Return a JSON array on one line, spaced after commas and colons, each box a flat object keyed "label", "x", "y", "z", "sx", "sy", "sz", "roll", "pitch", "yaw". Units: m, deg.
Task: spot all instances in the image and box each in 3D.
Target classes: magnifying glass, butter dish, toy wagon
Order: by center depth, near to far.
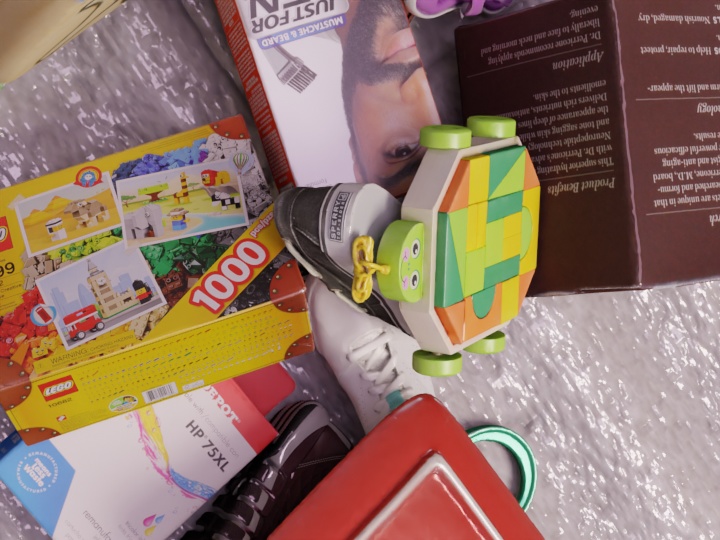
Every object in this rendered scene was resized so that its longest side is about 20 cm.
[{"label": "toy wagon", "x": 0.059, "y": -0.013, "z": 0.893, "sx": 0.200, "sy": 0.039, "sz": 0.157, "roll": -20, "pitch": 114, "yaw": -59}, {"label": "butter dish", "x": 0.012, "y": 0.218, "z": 0.935, "sx": 0.199, "sy": 0.148, "sz": 0.201, "roll": -42, "pitch": 100, "yaw": -32}, {"label": "magnifying glass", "x": 0.060, "y": 0.203, "z": 1.061, "sx": 0.080, "sy": 0.022, "sz": 0.200, "roll": 41, "pitch": 80, "yaw": -13}]

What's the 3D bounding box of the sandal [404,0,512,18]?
[{"label": "sandal", "x": 0.090, "y": -0.208, "z": 0.991, "sx": 0.050, "sy": 0.202, "sz": 0.083, "roll": 32, "pitch": 112, "yaw": 15}]

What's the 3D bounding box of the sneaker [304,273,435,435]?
[{"label": "sneaker", "x": 0.022, "y": 0.083, "z": 0.985, "sx": 0.075, "sy": 0.089, "sz": 0.201, "roll": -23, "pitch": 116, "yaw": 0}]

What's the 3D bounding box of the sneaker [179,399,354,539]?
[{"label": "sneaker", "x": -0.056, "y": 0.200, "z": 0.999, "sx": 0.115, "sy": 0.076, "sz": 0.200, "roll": 41, "pitch": 78, "yaw": -16}]

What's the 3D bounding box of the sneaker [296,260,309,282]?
[{"label": "sneaker", "x": 0.000, "y": 0.000, "z": 1.019, "sx": 0.198, "sy": 0.071, "sz": 0.083, "roll": -12, "pitch": 87, "yaw": -20}]

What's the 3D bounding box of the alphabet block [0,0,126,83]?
[{"label": "alphabet block", "x": -0.190, "y": -0.262, "z": 0.876, "sx": 0.195, "sy": 0.200, "sz": 0.197, "roll": -40, "pitch": 100, "yaw": -28}]

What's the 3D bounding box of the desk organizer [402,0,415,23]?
[{"label": "desk organizer", "x": 0.005, "y": -0.207, "z": 1.023, "sx": 0.077, "sy": 0.072, "sz": 0.201, "roll": 36, "pitch": 79, "yaw": -11}]

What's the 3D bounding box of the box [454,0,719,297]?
[{"label": "box", "x": 0.185, "y": -0.089, "z": 1.010, "sx": 0.163, "sy": 0.165, "sz": 0.202, "roll": -7, "pitch": 92, "yaw": -36}]

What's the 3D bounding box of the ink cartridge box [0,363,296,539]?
[{"label": "ink cartridge box", "x": -0.141, "y": 0.106, "z": 0.975, "sx": 0.200, "sy": 0.067, "sz": 0.116, "roll": -42, "pitch": 101, "yaw": -14}]

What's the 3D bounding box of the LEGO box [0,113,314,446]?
[{"label": "LEGO box", "x": -0.145, "y": 0.004, "z": 0.918, "sx": 0.198, "sy": 0.077, "sz": 0.150, "roll": -18, "pitch": 59, "yaw": -7}]

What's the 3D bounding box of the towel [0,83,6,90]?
[{"label": "towel", "x": -0.314, "y": -0.149, "z": 0.942, "sx": 0.149, "sy": 0.031, "sz": 0.200, "roll": 40, "pitch": 79, "yaw": -13}]

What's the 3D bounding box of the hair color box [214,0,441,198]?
[{"label": "hair color box", "x": -0.022, "y": -0.138, "z": 0.945, "sx": 0.110, "sy": 0.064, "sz": 0.202, "roll": -19, "pitch": 93, "yaw": -14}]

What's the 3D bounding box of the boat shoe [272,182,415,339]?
[{"label": "boat shoe", "x": 0.011, "y": -0.008, "z": 0.916, "sx": 0.200, "sy": 0.063, "sz": 0.071, "roll": 43, "pitch": 60, "yaw": -56}]
